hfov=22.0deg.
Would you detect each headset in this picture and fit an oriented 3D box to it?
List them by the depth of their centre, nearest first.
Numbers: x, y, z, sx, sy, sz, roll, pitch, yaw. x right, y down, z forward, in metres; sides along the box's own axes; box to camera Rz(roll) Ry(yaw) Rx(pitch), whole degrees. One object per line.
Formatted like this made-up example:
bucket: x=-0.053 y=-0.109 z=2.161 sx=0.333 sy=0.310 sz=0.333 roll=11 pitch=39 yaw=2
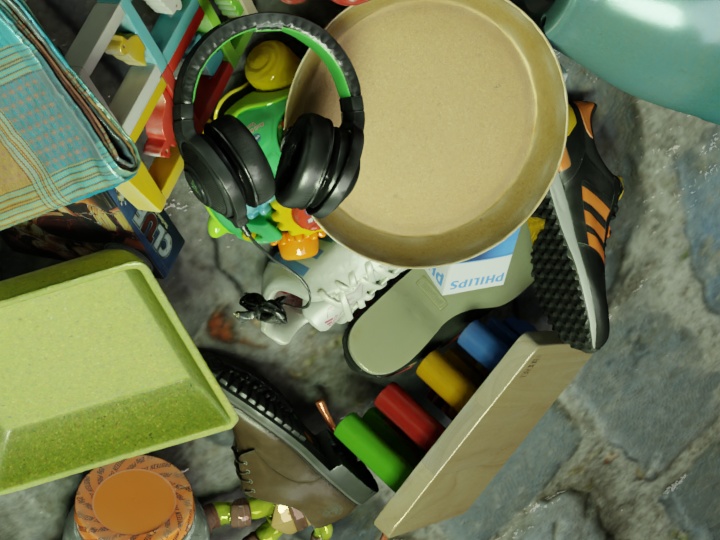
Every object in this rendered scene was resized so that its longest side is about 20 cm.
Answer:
headset: x=-0.062 y=-0.066 z=1.207 sx=0.123 sy=0.094 sz=0.202 roll=-4 pitch=93 yaw=-19

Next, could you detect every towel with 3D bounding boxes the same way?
towel: x=-0.233 y=-0.090 z=1.123 sx=0.199 sy=0.022 sz=0.147 roll=-17 pitch=118 yaw=45

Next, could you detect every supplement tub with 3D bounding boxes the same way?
supplement tub: x=-0.185 y=0.255 z=1.546 sx=0.122 sy=0.123 sz=0.201 roll=-14 pitch=136 yaw=-19

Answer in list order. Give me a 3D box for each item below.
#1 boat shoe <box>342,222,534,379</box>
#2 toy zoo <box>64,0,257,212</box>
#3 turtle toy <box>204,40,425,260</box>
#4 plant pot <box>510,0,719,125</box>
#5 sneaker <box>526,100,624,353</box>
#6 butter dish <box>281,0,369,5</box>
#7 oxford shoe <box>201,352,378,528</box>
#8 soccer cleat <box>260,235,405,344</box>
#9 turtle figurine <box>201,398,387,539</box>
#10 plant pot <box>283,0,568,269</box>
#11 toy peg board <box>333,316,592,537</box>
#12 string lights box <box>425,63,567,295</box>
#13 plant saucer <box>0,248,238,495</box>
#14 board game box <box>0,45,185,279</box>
boat shoe: x=0.069 y=0.017 z=1.519 sx=0.201 sy=0.074 sz=0.063 roll=-35 pitch=179 yaw=-12
toy zoo: x=-0.131 y=-0.131 z=1.178 sx=0.201 sy=0.020 sz=0.131 roll=-66 pitch=149 yaw=-28
turtle toy: x=-0.031 y=-0.087 z=1.318 sx=0.200 sy=0.101 sz=0.146 roll=-41 pitch=138 yaw=7
plant pot: x=0.213 y=-0.208 z=1.292 sx=0.187 sy=0.201 sz=0.201 roll=9 pitch=127 yaw=-20
sneaker: x=0.179 y=-0.037 z=1.464 sx=0.090 sy=0.070 sz=0.201 roll=-21 pitch=101 yaw=-24
butter dish: x=0.008 y=-0.247 z=1.152 sx=0.199 sy=0.148 sz=0.200 roll=-36 pitch=139 yaw=4
oxford shoe: x=-0.079 y=0.146 z=1.507 sx=0.084 sy=0.073 sz=0.200 roll=-41 pitch=113 yaw=10
soccer cleat: x=0.000 y=0.000 z=1.377 sx=0.070 sy=0.087 sz=0.199 roll=35 pitch=138 yaw=-28
turtle figurine: x=-0.067 y=0.201 z=1.610 sx=0.160 sy=0.064 sz=0.201 roll=-23 pitch=129 yaw=-10
plant pot: x=0.044 y=-0.100 z=1.260 sx=0.199 sy=0.027 sz=0.201 roll=-4 pitch=108 yaw=-11
toy peg board: x=0.081 y=0.107 z=1.549 sx=0.200 sy=0.098 sz=0.200 roll=-53 pitch=163 yaw=12
string lights box: x=0.084 y=-0.092 z=1.384 sx=0.059 sy=0.103 sz=0.201 roll=-10 pitch=134 yaw=-26
plant saucer: x=-0.208 y=0.063 z=1.276 sx=0.198 sy=0.048 sz=0.200 roll=-16 pitch=139 yaw=7
board game box: x=-0.213 y=-0.074 z=1.207 sx=0.035 sy=0.135 sz=0.200 roll=-64 pitch=147 yaw=-27
